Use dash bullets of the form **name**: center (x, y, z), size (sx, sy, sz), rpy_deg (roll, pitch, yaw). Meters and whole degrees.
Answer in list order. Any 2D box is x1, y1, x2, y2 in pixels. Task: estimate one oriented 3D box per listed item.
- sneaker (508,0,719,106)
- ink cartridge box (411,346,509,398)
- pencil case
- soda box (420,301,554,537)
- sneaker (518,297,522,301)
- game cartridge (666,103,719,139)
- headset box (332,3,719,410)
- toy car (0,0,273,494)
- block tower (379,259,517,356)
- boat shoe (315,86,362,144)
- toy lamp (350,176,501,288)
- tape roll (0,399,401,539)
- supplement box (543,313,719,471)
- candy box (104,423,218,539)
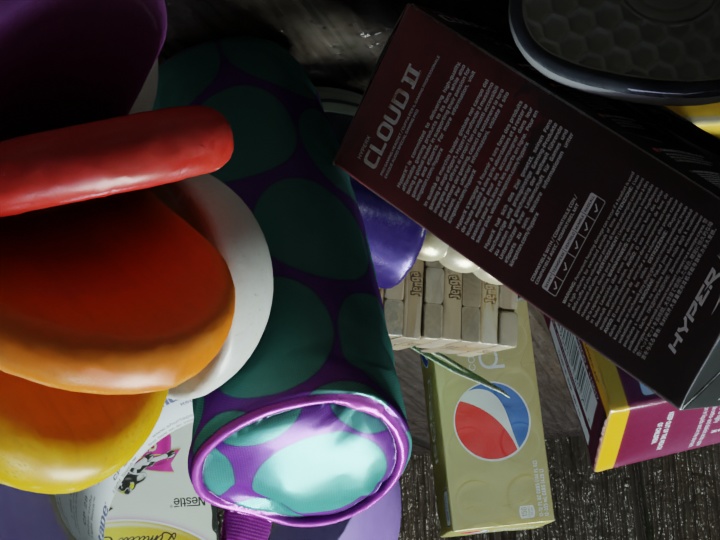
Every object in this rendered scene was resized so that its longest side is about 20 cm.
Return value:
- **sneaker**: center (0.151, -0.086, 0.660), size (0.199, 0.078, 0.146), rpy_deg (-6, 166, -5)
- **ink cartridge box**: center (-0.019, 0.033, 0.973), size (0.199, 0.048, 0.145), rpy_deg (34, -178, 21)
- **pencil case**: center (-0.040, 0.003, 0.659), size (0.085, 0.201, 0.092), rpy_deg (22, 127, -35)
- **soda box**: center (0.076, 0.067, 1.061), size (0.067, 0.203, 0.064), rpy_deg (-5, 169, -5)
- **sneaker**: center (0.149, -0.016, 1.030), size (0.097, 0.072, 0.200), rpy_deg (-18, 162, 28)
- **game cartridge**: center (0.201, -0.070, 0.894), size (0.197, 0.033, 0.176), rpy_deg (-6, 169, -12)
- **headset box**: center (0.097, -0.031, 0.669), size (0.199, 0.078, 0.148), rpy_deg (35, -163, 29)
- **toy car**: center (-0.110, -0.038, 0.514), size (0.174, 0.201, 0.150), rpy_deg (-18, 163, -42)
- **block tower**: center (-0.025, 0.006, 0.789), size (0.197, 0.055, 0.058), rpy_deg (6, 169, -21)
- **boat shoe**: center (0.019, -0.046, 0.835), size (0.074, 0.063, 0.199), rpy_deg (-16, 166, 35)
- **toy lamp**: center (0.067, -0.001, 0.765), size (0.198, 0.059, 0.058), rpy_deg (19, 161, -17)
- **tape roll**: center (-0.082, 0.111, 0.839), size (0.197, 0.202, 0.085), rpy_deg (-7, 145, 8)
- **supplement box**: center (0.217, 0.031, 0.952), size (0.197, 0.111, 0.086), rpy_deg (-12, 151, -6)
- **candy box**: center (-0.164, 0.080, 1.012), size (0.135, 0.203, 0.061), rpy_deg (0, 168, -26)
